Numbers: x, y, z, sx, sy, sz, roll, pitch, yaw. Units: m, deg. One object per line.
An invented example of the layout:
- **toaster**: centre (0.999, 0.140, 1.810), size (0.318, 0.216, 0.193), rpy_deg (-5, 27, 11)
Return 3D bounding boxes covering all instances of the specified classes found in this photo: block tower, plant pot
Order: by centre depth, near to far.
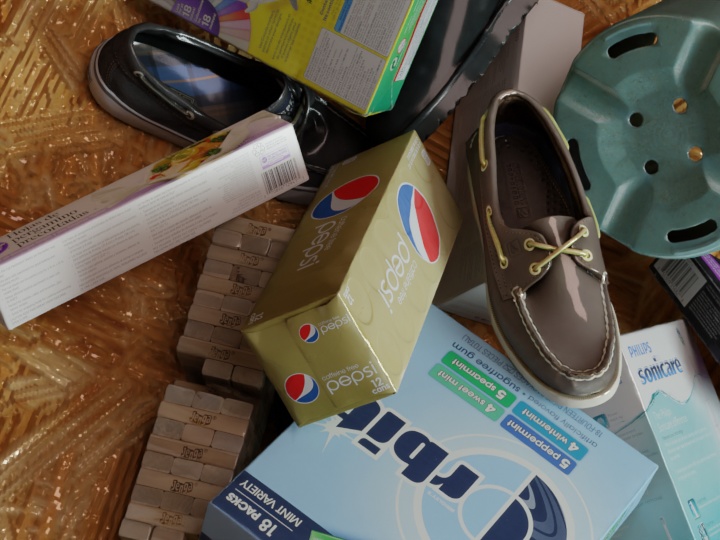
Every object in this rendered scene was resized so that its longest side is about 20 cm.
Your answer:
- **block tower**: centre (-0.080, 0.071, 1.028), size (0.054, 0.058, 0.201), rpy_deg (12, 66, 7)
- **plant pot**: centre (0.228, -0.099, 1.143), size (0.196, 0.200, 0.201), rpy_deg (-21, 84, -55)

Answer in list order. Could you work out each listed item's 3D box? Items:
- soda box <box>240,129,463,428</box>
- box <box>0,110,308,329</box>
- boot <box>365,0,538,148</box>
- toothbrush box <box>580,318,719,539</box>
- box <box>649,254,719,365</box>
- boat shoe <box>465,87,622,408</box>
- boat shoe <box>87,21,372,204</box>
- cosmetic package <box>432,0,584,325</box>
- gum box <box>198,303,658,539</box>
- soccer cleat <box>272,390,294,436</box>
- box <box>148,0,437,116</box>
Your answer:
- **soda box**: centre (0.000, 0.000, 1.015), size (0.068, 0.064, 0.200), rpy_deg (59, 26, -20)
- **box**: centre (-0.124, -0.031, 1.025), size (0.200, 0.039, 0.042), rpy_deg (-29, 119, -20)
- **boot**: centre (0.021, -0.185, 1.113), size (0.162, 0.073, 0.198), rpy_deg (39, 80, -10)
- **toothbrush box**: centre (0.181, 0.139, 1.104), size (0.146, 0.085, 0.201), rpy_deg (-8, 77, -63)
- **box**: centre (0.295, 0.061, 1.190), size (0.200, 0.036, 0.143), rpy_deg (26, 23, -34)
- **boat shoe**: centre (0.106, -0.016, 1.042), size (0.072, 0.060, 0.201), rpy_deg (-8, 55, -7)
- **boat shoe**: centre (-0.065, -0.100, 1.096), size (0.200, 0.066, 0.070), rpy_deg (24, 64, -20)
- **cosmetic package**: centre (0.098, -0.072, 1.167), size (0.050, 0.083, 0.201), rpy_deg (17, 66, -22)
- **gum box**: centre (0.040, 0.126, 0.979), size (0.170, 0.045, 0.200), rpy_deg (36, 50, 15)
- **soccer cleat**: centre (-0.015, 0.128, 1.048), size (0.073, 0.068, 0.201), rpy_deg (14, 64, -21)
- **box**: centre (-0.051, -0.187, 1.073), size (0.200, 0.118, 0.048), rpy_deg (29, 20, 15)
